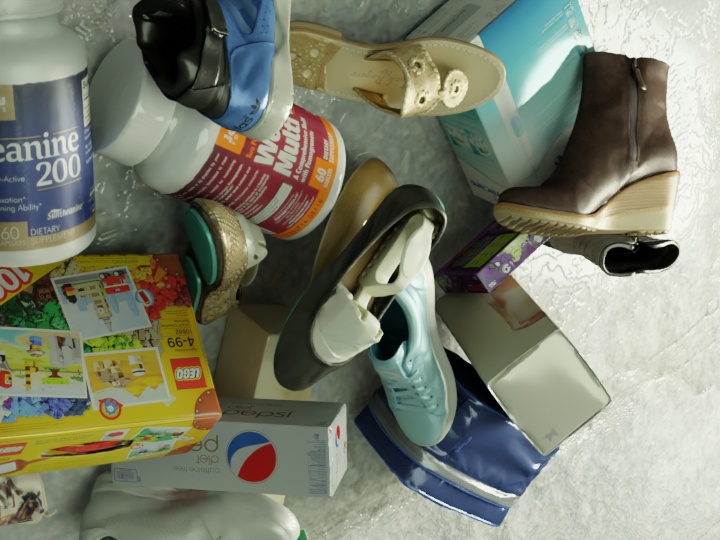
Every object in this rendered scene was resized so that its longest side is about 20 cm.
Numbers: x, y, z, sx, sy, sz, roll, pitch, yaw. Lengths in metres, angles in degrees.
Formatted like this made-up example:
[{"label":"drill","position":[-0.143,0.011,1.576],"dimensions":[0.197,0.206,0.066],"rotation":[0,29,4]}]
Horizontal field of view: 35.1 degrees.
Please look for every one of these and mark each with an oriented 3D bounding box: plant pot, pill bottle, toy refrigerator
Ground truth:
[{"label":"plant pot","position":[0.000,0.000,1.027],"dimensions":[0.200,0.027,0.203],"rotation":[16,89,-74]},{"label":"pill bottle","position":[-0.116,-0.104,0.919],"dimensions":[0.198,0.109,0.111],"rotation":[21,97,-40]},{"label":"pill bottle","position":[-0.249,-0.114,0.817],"dimensions":[0.110,0.111,0.203],"rotation":[-12,117,-30]},{"label":"toy refrigerator","position":[-0.097,0.139,1.063],"dimensions":[0.069,0.076,0.203],"rotation":[4,107,-36]}]

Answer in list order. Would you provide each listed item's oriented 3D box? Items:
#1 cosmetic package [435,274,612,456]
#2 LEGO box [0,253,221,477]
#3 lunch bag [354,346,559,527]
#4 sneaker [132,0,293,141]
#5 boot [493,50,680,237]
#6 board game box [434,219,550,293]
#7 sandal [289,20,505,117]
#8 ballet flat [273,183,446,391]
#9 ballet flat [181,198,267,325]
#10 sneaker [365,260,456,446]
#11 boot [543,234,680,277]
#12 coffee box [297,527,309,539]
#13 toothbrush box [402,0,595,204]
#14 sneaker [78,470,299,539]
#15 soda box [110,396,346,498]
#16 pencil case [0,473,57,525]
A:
[{"label":"cosmetic package","position":[0.153,0.077,1.113],"dimensions":[0.087,0.200,0.104],"rotation":[-38,114,4]},{"label":"LEGO box","position":[-0.227,0.070,0.884],"dimensions":[0.198,0.151,0.077],"rotation":[-2,151,-35]},{"label":"lunch bag","position":[0.099,0.175,1.175],"dimensions":[0.199,0.136,0.133],"rotation":[32,101,-37]},{"label":"sneaker","position":[-0.112,-0.199,0.842],"dimensions":[0.110,0.076,0.203],"rotation":[18,57,-41]},{"label":"boot","position":[0.209,-0.118,1.063],"dimensions":[0.197,0.072,0.169],"rotation":[0,85,-22]},{"label":"board game box","position":[0.169,-0.050,1.143],"dimensions":[0.200,0.120,0.032],"rotation":[-41,104,-13]},{"label":"sandal","position":[0.023,-0.155,0.964],"dimensions":[0.208,0.070,0.078],"rotation":[9,130,-9]},{"label":"ballet flat","position":[0.001,0.015,0.915],"dimensions":[0.068,0.068,0.201],"rotation":[38,83,-31]},{"label":"ballet flat","position":[-0.112,-0.013,0.932],"dimensions":[0.064,0.200,0.071],"rotation":[-19,78,-19]},{"label":"sneaker","position":[0.032,0.079,1.019],"dimensions":[0.082,0.073,0.203],"rotation":[-41,124,-51]},{"label":"boot","position":[0.298,-0.037,1.229],"dimensions":[0.198,0.131,0.071],"rotation":[-16,119,-29]},{"label":"coffee box","position":[-0.153,0.300,1.076],"dimensions":[0.197,0.044,0.123],"rotation":[-6,152,-32]},{"label":"toothbrush box","position":[0.150,-0.177,1.091],"dimensions":[0.146,0.085,0.201],"rotation":[-42,127,-13]},{"label":"sneaker","position":[-0.151,0.234,0.986],"dimensions":[0.076,0.197,0.089],"rotation":[75,25,-45]},{"label":"soda box","position":[-0.113,0.149,0.980],"dimensions":[0.196,0.068,0.065],"rotation":[2,102,11]},{"label":"pencil case","position":[-0.344,0.189,0.904],"dimensions":[0.198,0.077,0.091],"rotation":[-15,93,-30]}]
